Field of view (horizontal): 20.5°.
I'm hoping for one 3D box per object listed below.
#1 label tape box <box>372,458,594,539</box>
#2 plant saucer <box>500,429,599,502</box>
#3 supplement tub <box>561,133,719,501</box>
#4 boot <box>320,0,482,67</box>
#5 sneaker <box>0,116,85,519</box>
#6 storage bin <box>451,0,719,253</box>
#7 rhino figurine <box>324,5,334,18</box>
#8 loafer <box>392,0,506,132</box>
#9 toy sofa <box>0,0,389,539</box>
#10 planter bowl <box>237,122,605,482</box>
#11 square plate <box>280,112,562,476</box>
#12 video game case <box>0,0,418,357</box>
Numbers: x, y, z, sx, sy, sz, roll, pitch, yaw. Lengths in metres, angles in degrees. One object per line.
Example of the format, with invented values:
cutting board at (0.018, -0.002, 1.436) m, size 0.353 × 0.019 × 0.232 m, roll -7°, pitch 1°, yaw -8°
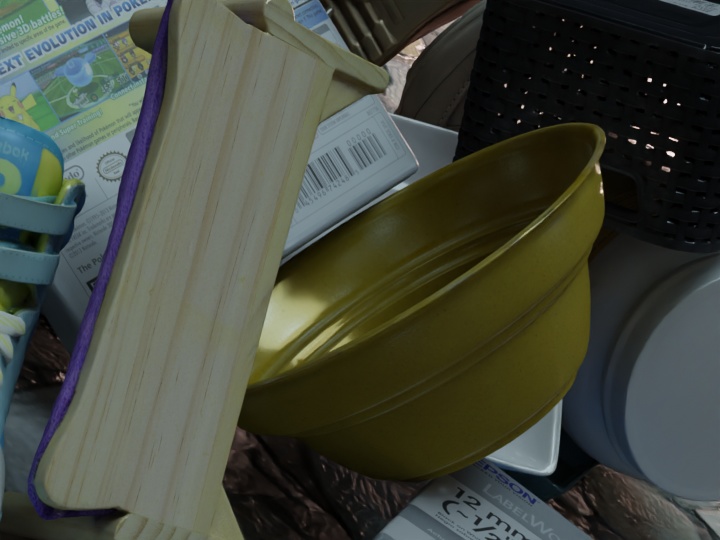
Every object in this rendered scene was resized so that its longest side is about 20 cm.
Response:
label tape box at (0.075, 0.143, 0.805) m, size 0.143 × 0.066 × 0.200 m, roll 36°, pitch 22°, yaw 9°
plant saucer at (0.031, 0.049, 1.018) m, size 0.200 × 0.019 × 0.070 m, roll 37°, pitch 21°, yaw 14°
supplement tub at (0.141, 0.019, 1.021) m, size 0.144 × 0.145 × 0.200 m, roll 21°, pitch 13°, yaw -29°
boot at (0.003, -0.150, 1.105) m, size 0.166 × 0.200 × 0.073 m, roll -97°, pitch 165°, yaw -82°
sneaker at (-0.140, 0.022, 0.658) m, size 0.079 × 0.131 × 0.200 m, roll 18°, pitch 24°, yaw -20°
storage bin at (0.147, -0.087, 0.962) m, size 0.135 × 0.094 × 0.200 m, roll 20°, pitch 21°, yaw 25°
rhino figurine at (-0.105, -0.109, 0.954) m, size 0.060 × 0.199 × 0.088 m, roll 60°, pitch 30°, yaw -42°
loafer at (0.053, -0.078, 1.092) m, size 0.070 × 0.200 × 0.070 m, roll -30°, pitch 74°, yaw -36°
toy sofa at (-0.072, 0.001, 0.705) m, size 0.097 × 0.201 × 0.083 m, roll 23°, pitch -14°, yaw -39°
planter bowl at (0.029, 0.027, 0.806) m, size 0.084 × 0.200 × 0.200 m, roll 59°, pitch 16°, yaw -13°
square plate at (0.000, 0.000, 0.926) m, size 0.199 × 0.028 × 0.198 m, roll 15°, pitch 47°, yaw -5°
video game case at (-0.088, -0.077, 0.842) m, size 0.200 × 0.022 × 0.183 m, roll -34°, pitch 93°, yaw -38°
